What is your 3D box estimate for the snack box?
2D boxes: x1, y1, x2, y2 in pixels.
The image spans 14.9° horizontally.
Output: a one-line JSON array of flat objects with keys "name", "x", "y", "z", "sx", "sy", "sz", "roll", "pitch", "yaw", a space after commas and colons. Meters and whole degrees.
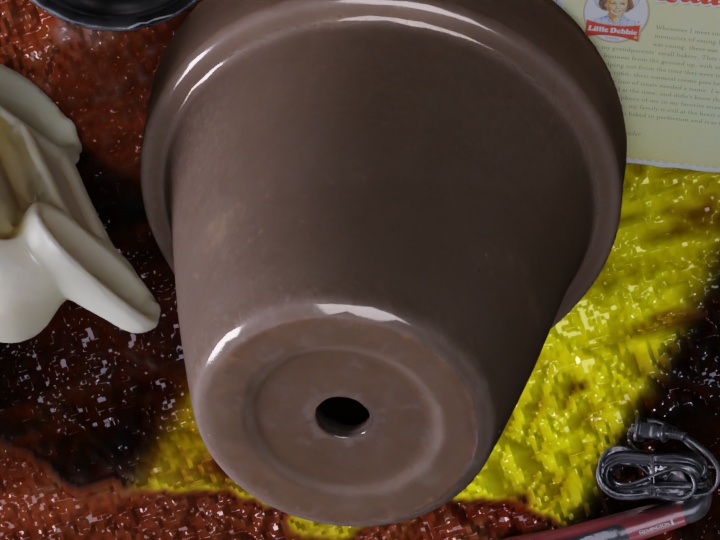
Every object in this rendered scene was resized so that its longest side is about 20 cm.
[{"name": "snack box", "x": 0.112, "y": -0.097, "z": 1.116, "sx": 0.198, "sy": 0.037, "sz": 0.117, "roll": 6, "pitch": 136, "yaw": 1}]

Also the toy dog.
[{"name": "toy dog", "x": -0.210, "y": 0.017, "z": 1.108, "sx": 0.200, "sy": 0.194, "sz": 0.140, "roll": -40, "pitch": 61, "yaw": 13}]

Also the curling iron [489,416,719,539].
[{"name": "curling iron", "x": 0.063, "y": 0.117, "z": 1.202, "sx": 0.199, "sy": 0.026, "sz": 0.050, "roll": -24, "pitch": 79, "yaw": 13}]

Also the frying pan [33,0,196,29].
[{"name": "frying pan", "x": -0.137, "y": -0.162, "z": 1.137, "sx": 0.189, "sy": 0.031, "sz": 0.116, "roll": 7, "pitch": 102, "yaw": 9}]

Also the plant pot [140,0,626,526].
[{"name": "plant pot", "x": 0.000, "y": 0.000, "z": 1.067, "sx": 0.199, "sy": 0.175, "sz": 0.201, "roll": 5, "pitch": 130, "yaw": 6}]
